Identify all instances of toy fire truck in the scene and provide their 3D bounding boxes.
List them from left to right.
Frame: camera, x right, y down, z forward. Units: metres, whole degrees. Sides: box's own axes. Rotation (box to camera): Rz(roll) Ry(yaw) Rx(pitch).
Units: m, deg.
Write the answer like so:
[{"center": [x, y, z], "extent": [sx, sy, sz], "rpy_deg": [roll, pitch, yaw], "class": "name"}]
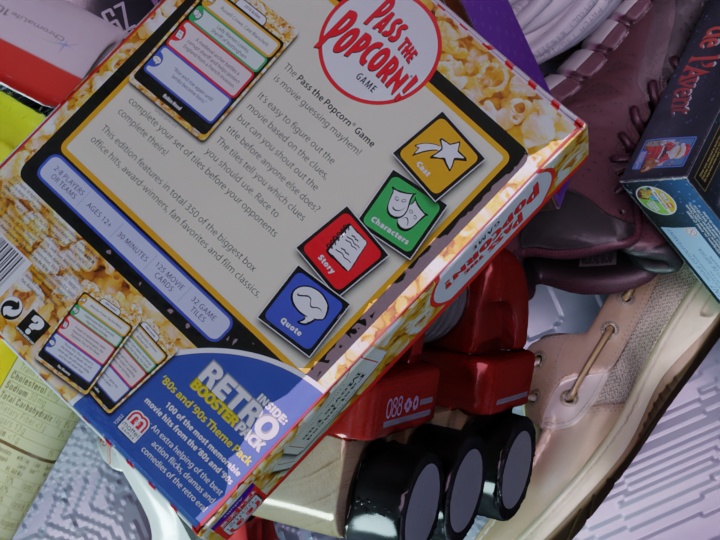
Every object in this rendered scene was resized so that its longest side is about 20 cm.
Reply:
[{"center": [0.000, 0.000, 0.908], "extent": [0.128, 0.176, 0.200], "rpy_deg": [12, 97, 22], "class": "toy fire truck"}]

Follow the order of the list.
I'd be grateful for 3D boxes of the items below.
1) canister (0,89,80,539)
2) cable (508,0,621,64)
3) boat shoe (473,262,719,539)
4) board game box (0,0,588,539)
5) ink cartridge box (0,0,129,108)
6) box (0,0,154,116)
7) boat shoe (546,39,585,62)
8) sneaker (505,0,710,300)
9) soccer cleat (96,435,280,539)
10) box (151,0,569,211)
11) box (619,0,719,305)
[{"center": [-0.159, 0.034, 0.923], "extent": [0.086, 0.149, 0.200], "rpy_deg": [29, 89, -25], "class": "canister"}, {"center": [0.038, -0.182, 0.974], "extent": [0.200, 0.069, 0.200], "rpy_deg": [14, 102, 13], "class": "cable"}, {"center": [0.103, 0.057, 1.009], "extent": [0.065, 0.072, 0.200], "rpy_deg": [35, 78, 11], "class": "boat shoe"}, {"center": [-0.038, -0.024, 0.811], "extent": [0.151, 0.046, 0.200], "rpy_deg": [43, 85, 14], "class": "board game box"}, {"center": [-0.175, -0.115, 0.886], "extent": [0.162, 0.200, 0.057], "rpy_deg": [27, 87, -2], "class": "ink cartridge box"}, {"center": [-0.203, -0.129, 1.009], "extent": [0.200, 0.044, 0.160], "rpy_deg": [-29, 86, -11], "class": "box"}, {"center": [0.062, -0.193, 1.038], "extent": [0.074, 0.073, 0.200], "rpy_deg": [-23, 85, -10], "class": "boat shoe"}, {"center": [0.130, -0.053, 1.003], "extent": [0.200, 0.076, 0.116], "rpy_deg": [-38, 52, -3], "class": "sneaker"}, {"center": [-0.075, 0.052, 0.977], "extent": [0.085, 0.069, 0.200], "rpy_deg": [0, 95, 11], "class": "soccer cleat"}, {"center": [-0.008, -0.102, 0.927], "extent": [0.200, 0.137, 0.039], "rpy_deg": [61, 38, -34], "class": "box"}, {"center": [0.202, -0.075, 0.998], "extent": [0.137, 0.038, 0.200], "rpy_deg": [47, 60, -32], "class": "box"}]
